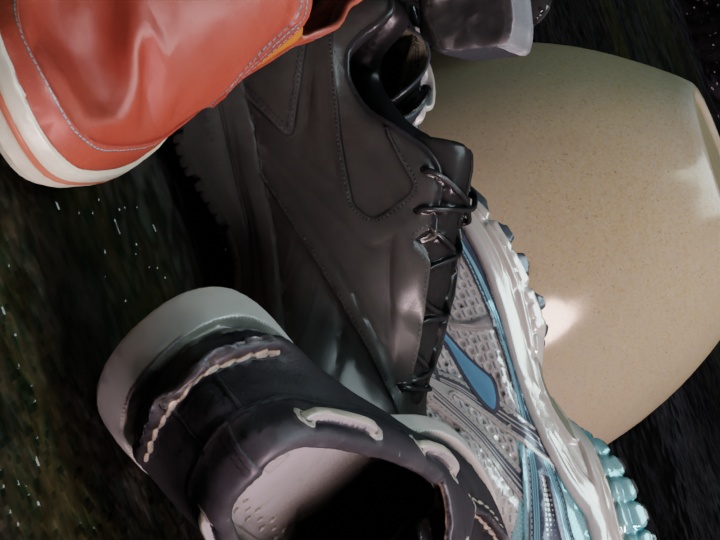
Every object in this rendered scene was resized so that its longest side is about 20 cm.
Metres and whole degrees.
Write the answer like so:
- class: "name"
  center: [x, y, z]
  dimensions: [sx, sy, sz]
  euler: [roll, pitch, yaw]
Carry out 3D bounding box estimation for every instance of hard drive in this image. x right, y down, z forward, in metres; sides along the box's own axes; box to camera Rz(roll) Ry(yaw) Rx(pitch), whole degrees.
- class: "hard drive"
  center: [0.036, -0.145, 0.976]
  dimensions: [0.200, 0.033, 0.140]
  euler: [-34, 118, -83]

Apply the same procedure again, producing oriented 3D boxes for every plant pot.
- class: "plant pot"
  center: [0.098, -0.019, 1.222]
  dimensions: [0.200, 0.134, 0.201]
  euler: [-19, 90, -77]

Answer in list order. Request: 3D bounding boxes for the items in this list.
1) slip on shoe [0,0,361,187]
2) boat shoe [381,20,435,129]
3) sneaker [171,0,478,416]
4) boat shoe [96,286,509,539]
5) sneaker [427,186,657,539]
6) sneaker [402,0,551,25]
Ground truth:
- class: "slip on shoe"
  center: [-0.048, -0.080, 0.787]
  dimensions: [0.200, 0.061, 0.074]
  euler: [-35, 100, -56]
- class: "boat shoe"
  center: [-0.002, -0.072, 1.040]
  dimensions: [0.200, 0.060, 0.076]
  euler: [29, 44, -71]
- class: "sneaker"
  center: [0.000, 0.000, 0.884]
  dimensions: [0.076, 0.090, 0.201]
  euler: [-2, 76, -80]
- class: "boat shoe"
  center: [-0.001, 0.070, 0.784]
  dimensions: [0.060, 0.074, 0.200]
  euler: [48, 0, 36]
- class: "sneaker"
  center: [0.023, 0.044, 0.952]
  dimensions: [0.086, 0.078, 0.200]
  euler: [-18, 69, -40]
- class: "sneaker"
  center: [0.009, -0.148, 1.186]
  dimensions: [0.199, 0.060, 0.104]
  euler: [27, 1, -34]
